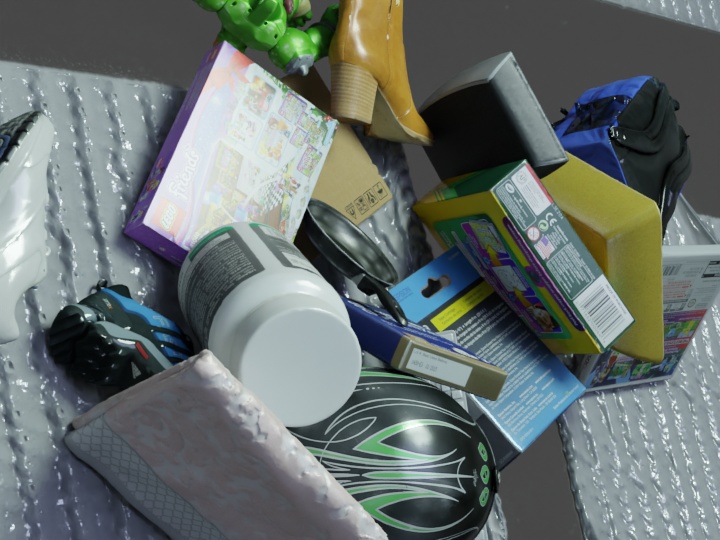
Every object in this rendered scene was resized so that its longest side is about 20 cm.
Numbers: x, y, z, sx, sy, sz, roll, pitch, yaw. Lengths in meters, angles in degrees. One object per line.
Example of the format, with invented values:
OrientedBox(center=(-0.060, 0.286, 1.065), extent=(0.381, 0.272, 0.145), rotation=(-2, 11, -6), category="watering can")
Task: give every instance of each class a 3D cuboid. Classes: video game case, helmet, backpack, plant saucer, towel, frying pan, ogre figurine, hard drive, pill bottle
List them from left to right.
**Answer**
OrientedBox(center=(-0.104, 0.159, 1.044), extent=(0.200, 0.191, 0.032), rotation=(47, 46, -17), category="towel")
OrientedBox(center=(-0.099, -0.260, 1.337), extent=(0.200, 0.098, 0.120), rotation=(54, 29, -29), category="ogre figurine")
OrientedBox(center=(-0.073, 0.040, 1.107), extent=(0.113, 0.113, 0.200), rotation=(40, 2, -25), category="pill bottle")
OrientedBox(center=(0.002, 0.170, 1.155), extent=(0.190, 0.199, 0.201), rotation=(14, 60, -54), category="helmet")
OrientedBox(center=(0.008, 0.003, 1.274), extent=(0.115, 0.031, 0.190), rotation=(23, 25, -55), category="frying pan")
OrientedBox(center=(0.124, -0.138, 1.443), extent=(0.042, 0.200, 0.135), rotation=(-31, 94, -24), category="hard drive")
OrientedBox(center=(0.230, -0.015, 1.460), extent=(0.048, 0.200, 0.201), rotation=(-25, 128, -22), category="plant saucer")
OrientedBox(center=(0.283, -0.132, 1.612), extent=(0.200, 0.167, 0.163), rotation=(-48, 125, -44), category="backpack")
OrientedBox(center=(0.336, 0.052, 1.593), extent=(0.199, 0.183, 0.023), rotation=(-2, 33, -47), category="video game case")

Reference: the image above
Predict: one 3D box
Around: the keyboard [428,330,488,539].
OrientedBox(center=(0.077, 0.159, 1.316), extent=(0.011, 0.056, 0.201), rotation=(4, 77, -78), category="keyboard")

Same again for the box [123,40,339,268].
OrientedBox(center=(-0.110, -0.085, 1.243), extent=(0.137, 0.039, 0.201), rotation=(34, 60, -25), category="box")

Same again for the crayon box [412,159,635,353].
OrientedBox(center=(0.162, -0.009, 1.423), extent=(0.058, 0.172, 0.200), rotation=(-40, 103, -19), category="crayon box")

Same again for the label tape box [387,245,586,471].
OrientedBox(center=(0.110, 0.089, 1.392), extent=(0.200, 0.063, 0.144), rotation=(48, 40, 9), category="label tape box")

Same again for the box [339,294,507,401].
OrientedBox(center=(0.023, 0.056, 1.242), extent=(0.121, 0.200, 0.033), rotation=(20, 93, -39), category="box")

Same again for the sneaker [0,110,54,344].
OrientedBox(center=(-0.274, -0.033, 1.068), extent=(0.087, 0.074, 0.201), rotation=(43, 50, -40), category="sneaker")

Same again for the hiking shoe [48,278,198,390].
OrientedBox(center=(-0.145, 0.082, 1.102), extent=(0.200, 0.074, 0.087), rotation=(42, 36, 1), category="hiking shoe")

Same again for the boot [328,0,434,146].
OrientedBox(center=(0.031, -0.207, 1.405), extent=(0.201, 0.070, 0.145), rotation=(14, 84, -63), category="boot")

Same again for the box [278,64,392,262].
OrientedBox(center=(-0.063, -0.098, 1.346), extent=(0.164, 0.021, 0.200), rotation=(58, 41, -7), category="box")
